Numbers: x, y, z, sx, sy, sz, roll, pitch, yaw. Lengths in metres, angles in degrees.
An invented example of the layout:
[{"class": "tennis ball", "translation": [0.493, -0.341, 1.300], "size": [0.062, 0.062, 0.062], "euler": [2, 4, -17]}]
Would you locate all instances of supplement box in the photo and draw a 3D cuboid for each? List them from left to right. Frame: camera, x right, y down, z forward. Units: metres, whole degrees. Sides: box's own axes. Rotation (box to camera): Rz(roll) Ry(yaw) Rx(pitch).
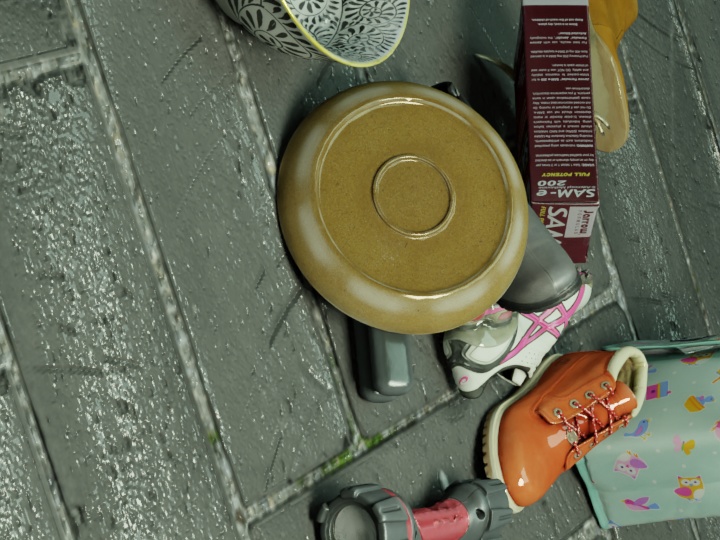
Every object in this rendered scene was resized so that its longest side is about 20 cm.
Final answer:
[{"class": "supplement box", "translation": [0.164, -0.119, 1.797], "size": [0.109, 0.060, 0.202], "euler": [90, -1, -63]}]

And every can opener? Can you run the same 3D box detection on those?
[{"class": "can opener", "translation": [0.000, 0.000, 1.617], "size": [0.066, 0.053, 0.202], "euler": [-5, 78, -22]}]

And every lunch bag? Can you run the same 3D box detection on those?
[{"class": "lunch bag", "translation": [0.293, 0.121, 1.887], "size": [0.123, 0.169, 0.201], "euler": [64, 33, -29]}]

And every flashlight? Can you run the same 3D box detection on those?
[{"class": "flashlight", "translation": [0.047, 0.185, 1.585], "size": [0.199, 0.067, 0.069], "euler": [-3, 85, -55]}]

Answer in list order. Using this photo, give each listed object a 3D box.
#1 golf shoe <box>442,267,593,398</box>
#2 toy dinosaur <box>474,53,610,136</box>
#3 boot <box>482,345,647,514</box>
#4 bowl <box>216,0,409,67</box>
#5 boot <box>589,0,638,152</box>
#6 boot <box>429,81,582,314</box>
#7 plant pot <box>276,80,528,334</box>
[{"class": "golf shoe", "translation": [0.129, 0.045, 1.772], "size": [0.199, 0.072, 0.093], "euler": [-18, 111, -51]}, {"class": "toy dinosaur", "translation": [0.177, -0.118, 1.911], "size": [0.101, 0.058, 0.202], "euler": [-36, 108, -54]}, {"class": "boot", "translation": [0.171, 0.125, 1.762], "size": [0.075, 0.107, 0.200], "euler": [63, 36, -20]}, {"class": "bowl", "translation": [-0.056, -0.236, 1.574], "size": [0.200, 0.094, 0.203], "euler": [27, 57, -50]}, {"class": "boot", "translation": [0.232, -0.221, 2.022], "size": [0.144, 0.070, 0.203], "euler": [-25, 94, -54]}, {"class": "boot", "translation": [0.097, -0.059, 1.675], "size": [0.200, 0.069, 0.132], "euler": [47, -17, 52]}, {"class": "plant pot", "translation": [0.036, -0.052, 1.592], "size": [0.198, 0.027, 0.202], "euler": [5, 72, -15]}]
